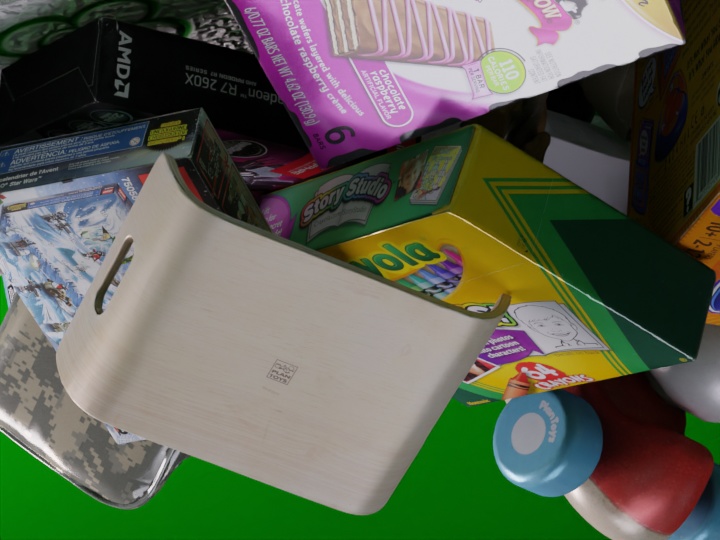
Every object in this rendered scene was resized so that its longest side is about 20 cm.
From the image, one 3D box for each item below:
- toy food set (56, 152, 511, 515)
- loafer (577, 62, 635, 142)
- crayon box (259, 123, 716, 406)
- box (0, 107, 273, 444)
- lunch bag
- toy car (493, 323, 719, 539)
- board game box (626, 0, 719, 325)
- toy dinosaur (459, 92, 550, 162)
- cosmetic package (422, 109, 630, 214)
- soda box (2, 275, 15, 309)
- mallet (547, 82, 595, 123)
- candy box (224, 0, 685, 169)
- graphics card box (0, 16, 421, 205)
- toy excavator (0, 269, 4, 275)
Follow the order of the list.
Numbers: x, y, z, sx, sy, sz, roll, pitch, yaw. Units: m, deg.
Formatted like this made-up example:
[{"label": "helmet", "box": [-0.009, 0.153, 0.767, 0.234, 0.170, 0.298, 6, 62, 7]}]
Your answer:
[{"label": "toy food set", "box": [-0.040, 0.033, 1.390, 0.199, 0.061, 0.144, 21, 123, -17]}, {"label": "loafer", "box": [0.230, -0.127, 1.639, 0.199, 0.069, 0.076, -17, 164, 11]}, {"label": "crayon box", "box": [0.059, 0.003, 1.450, 0.172, 0.059, 0.200, 29, 155, -27]}, {"label": "box", "box": [-0.107, 0.007, 1.436, 0.136, 0.040, 0.201, -9, 134, 21]}, {"label": "lunch bag", "box": [-0.113, 0.016, 1.606, 0.201, 0.139, 0.168, -62, 172, 29]}, {"label": "toy car", "box": [0.186, 0.044, 1.603, 0.200, 0.177, 0.184, -44, 137, 19]}, {"label": "board game box", "box": [0.267, -0.088, 1.469, 0.198, 0.201, 0.200, 8, 160, -8]}, {"label": "toy dinosaur", "box": [0.090, -0.094, 1.524, 0.200, 0.060, 0.106, -55, -171, 23]}, {"label": "cosmetic package", "box": [0.139, -0.057, 1.639, 0.199, 0.051, 0.083, 17, -164, -16]}, {"label": "soda box", "box": [-0.131, -0.009, 1.745, 0.199, 0.064, 0.068, -1, 160, -36]}, {"label": "mallet", "box": [0.045, -0.088, 1.687, 0.198, 0.041, 0.066, -6, 164, -12]}, {"label": "candy box", "box": [0.043, -0.144, 1.319, 0.199, 0.061, 0.137, -19, 127, 15]}, {"label": "graphics card box", "box": [-0.082, -0.080, 1.459, 0.199, 0.051, 0.125, 13, 164, -32]}, {"label": "toy excavator", "box": [-0.234, -0.027, 1.495, 0.099, 0.195, 0.200, -18, 136, 15]}]
